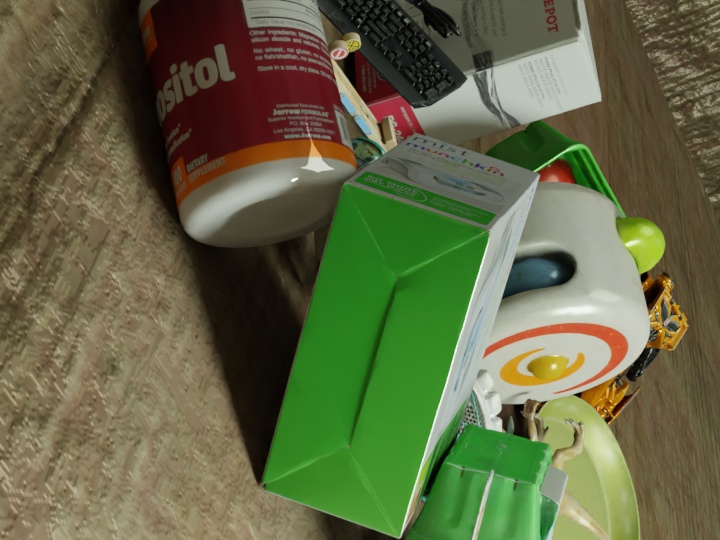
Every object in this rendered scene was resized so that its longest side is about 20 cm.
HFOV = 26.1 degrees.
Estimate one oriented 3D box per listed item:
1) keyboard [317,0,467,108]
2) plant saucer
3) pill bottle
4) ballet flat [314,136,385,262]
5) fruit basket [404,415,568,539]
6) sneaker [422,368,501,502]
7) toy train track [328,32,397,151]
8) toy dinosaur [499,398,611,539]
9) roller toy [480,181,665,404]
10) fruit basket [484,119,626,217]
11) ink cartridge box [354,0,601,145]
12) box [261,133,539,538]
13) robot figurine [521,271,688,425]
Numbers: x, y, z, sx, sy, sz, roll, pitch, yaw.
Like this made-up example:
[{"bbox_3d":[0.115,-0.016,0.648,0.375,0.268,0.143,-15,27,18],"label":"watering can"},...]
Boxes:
[{"bbox_3d":[0.014,-0.221,1.260,0.200,0.021,0.127,48,41,5],"label":"keyboard"},{"bbox_3d":[0.196,0.215,1.429,0.200,0.031,0.201,28,53,-46],"label":"plant saucer"},{"bbox_3d":[-0.074,-0.124,0.959,0.113,0.113,0.201,25,48,-64],"label":"pill bottle"},{"bbox_3d":[0.000,0.000,1.114,0.074,0.074,0.200,-81,158,-54],"label":"ballet flat"},{"bbox_3d":[0.080,0.211,1.021,0.185,0.093,0.201,-31,126,-76],"label":"fruit basket"},{"bbox_3d":[0.078,0.170,1.178,0.091,0.077,0.201,-16,83,-55],"label":"sneaker"},{"bbox_3d":[-0.005,-0.148,1.191,0.200,0.032,0.115,50,25,-57],"label":"toy train track"},{"bbox_3d":[0.152,0.173,1.334,0.200,0.058,0.101,31,71,-36],"label":"toy dinosaur"},{"bbox_3d":[0.144,0.028,1.300,0.182,0.200,0.140,10,56,-30],"label":"roller toy"},{"bbox_3d":[0.200,-0.022,1.577,0.216,0.155,0.216,57,7,-10],"label":"fruit basket"},{"bbox_3d":[0.100,-0.192,1.348,0.083,0.199,0.146,59,22,-46],"label":"ink cartridge box"},{"bbox_3d":[0.026,0.033,0.968,0.176,0.096,0.201,-40,147,-70],"label":"box"},{"bbox_3d":[0.245,0.082,1.522,0.058,0.200,0.145,35,-10,45],"label":"robot figurine"}]
